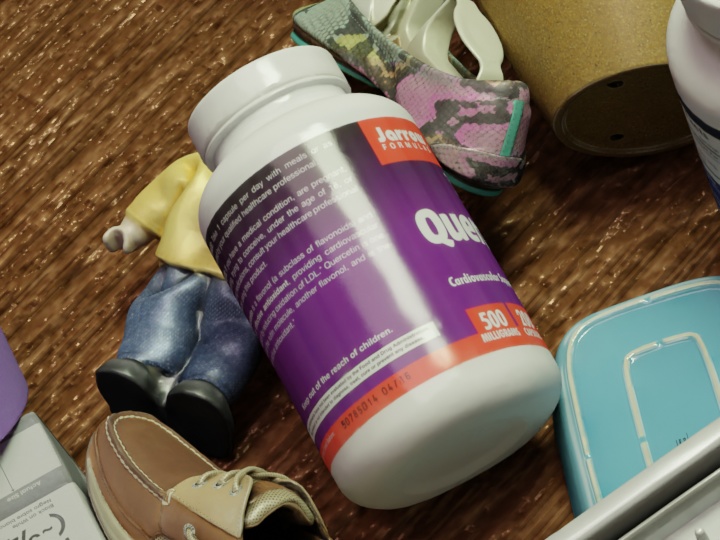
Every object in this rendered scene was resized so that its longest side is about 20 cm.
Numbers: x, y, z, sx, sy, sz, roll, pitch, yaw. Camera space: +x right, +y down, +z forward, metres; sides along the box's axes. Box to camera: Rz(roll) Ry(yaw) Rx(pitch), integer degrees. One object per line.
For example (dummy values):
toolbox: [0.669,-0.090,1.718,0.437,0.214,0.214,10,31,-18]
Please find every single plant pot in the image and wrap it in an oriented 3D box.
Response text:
plant pot: [0.123,-0.164,1.364,0.186,0.186,0.200,-14,64,12]

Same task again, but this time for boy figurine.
boy figurine: [-0.063,-0.012,1.381,0.124,0.064,0.200,13,58,17]

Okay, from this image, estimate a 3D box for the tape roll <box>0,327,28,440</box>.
tape roll: [-0.261,0.070,1.339,0.200,0.066,0.200,-22,18,7]

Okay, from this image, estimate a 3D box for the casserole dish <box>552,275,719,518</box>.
casserole dish: [0.146,0.078,1.248,0.121,0.039,0.200,-19,51,9]

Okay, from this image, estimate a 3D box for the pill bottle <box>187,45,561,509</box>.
pill bottle: [0.000,0.000,1.281,0.112,0.112,0.200,-29,71,-1]

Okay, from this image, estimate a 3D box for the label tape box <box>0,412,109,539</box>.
label tape box: [-0.161,0.179,1.278,0.144,0.063,0.200,-32,49,-3]

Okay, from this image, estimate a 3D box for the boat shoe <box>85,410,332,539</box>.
boat shoe: [-0.048,0.121,1.257,0.200,0.076,0.072,42,120,31]

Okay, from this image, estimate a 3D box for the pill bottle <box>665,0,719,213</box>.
pill bottle: [0.197,-0.081,1.240,0.111,0.200,0.111,-11,52,14]

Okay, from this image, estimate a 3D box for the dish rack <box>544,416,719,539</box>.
dish rack: [0.158,0.150,1.036,0.172,0.044,0.200,-35,51,-5]

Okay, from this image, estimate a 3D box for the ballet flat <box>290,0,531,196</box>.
ballet flat: [0.031,-0.105,1.373,0.200,0.069,0.071,46,117,54]
